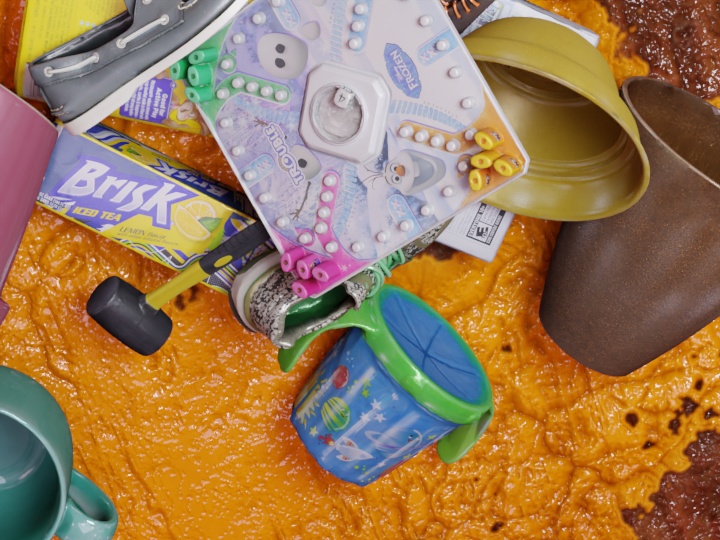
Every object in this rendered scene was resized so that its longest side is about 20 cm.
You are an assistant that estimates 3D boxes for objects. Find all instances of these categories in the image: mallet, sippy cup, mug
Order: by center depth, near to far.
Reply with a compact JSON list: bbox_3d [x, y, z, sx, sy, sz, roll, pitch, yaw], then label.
[{"bbox_3d":[-0.130,-0.005,1.033,0.066,0.041,0.200,35,126,-26],"label":"mallet"},{"bbox_3d":[-0.301,0.165,1.105,0.152,0.114,0.185,-28,110,3],"label":"mug"},{"bbox_3d":[0.017,0.103,1.120,0.178,0.140,0.130,46,109,1],"label":"sippy cup"}]

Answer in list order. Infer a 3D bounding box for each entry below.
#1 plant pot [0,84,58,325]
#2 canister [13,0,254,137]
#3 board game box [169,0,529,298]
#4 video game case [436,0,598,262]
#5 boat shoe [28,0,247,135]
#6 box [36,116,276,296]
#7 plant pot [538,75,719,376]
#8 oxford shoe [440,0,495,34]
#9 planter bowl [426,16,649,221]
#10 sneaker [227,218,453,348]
[{"bbox_3d":[-0.314,-0.057,0.965,0.200,0.200,0.179,32,81,-15],"label":"plant pot"},{"bbox_3d":[-0.148,-0.179,1.024,0.199,0.087,0.149,11,107,-9],"label":"canister"},{"bbox_3d":[-0.015,-0.107,0.931,0.200,0.026,0.200,-31,89,29],"label":"board game box"},{"bbox_3d":[0.062,-0.131,1.077,0.181,0.045,0.200,21,104,-14],"label":"video game case"},{"bbox_3d":[-0.144,-0.174,0.945,0.200,0.073,0.062,-36,110,13],"label":"boat shoe"},{"bbox_3d":[-0.162,-0.052,1.076,0.200,0.064,0.070,27,103,-14],"label":"box"},{"bbox_3d":[0.232,-0.019,1.087,0.187,0.187,0.200,25,119,-14],"label":"plant pot"},{"bbox_3d":[0.058,-0.201,0.983,0.071,0.073,0.200,38,100,-17],"label":"oxford shoe"},{"bbox_3d":[0.122,-0.124,0.988,0.200,0.200,0.084,29,65,-15],"label":"planter bowl"},{"bbox_3d":[0.000,0.000,1.028,0.200,0.089,0.077,-35,125,0],"label":"sneaker"}]
